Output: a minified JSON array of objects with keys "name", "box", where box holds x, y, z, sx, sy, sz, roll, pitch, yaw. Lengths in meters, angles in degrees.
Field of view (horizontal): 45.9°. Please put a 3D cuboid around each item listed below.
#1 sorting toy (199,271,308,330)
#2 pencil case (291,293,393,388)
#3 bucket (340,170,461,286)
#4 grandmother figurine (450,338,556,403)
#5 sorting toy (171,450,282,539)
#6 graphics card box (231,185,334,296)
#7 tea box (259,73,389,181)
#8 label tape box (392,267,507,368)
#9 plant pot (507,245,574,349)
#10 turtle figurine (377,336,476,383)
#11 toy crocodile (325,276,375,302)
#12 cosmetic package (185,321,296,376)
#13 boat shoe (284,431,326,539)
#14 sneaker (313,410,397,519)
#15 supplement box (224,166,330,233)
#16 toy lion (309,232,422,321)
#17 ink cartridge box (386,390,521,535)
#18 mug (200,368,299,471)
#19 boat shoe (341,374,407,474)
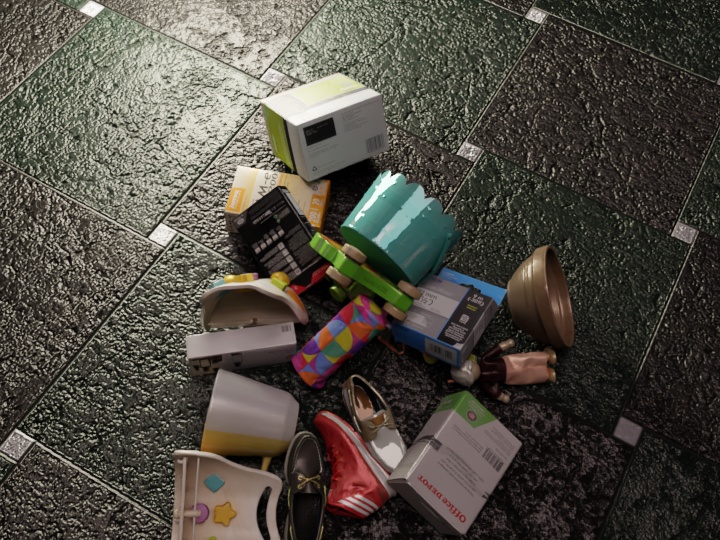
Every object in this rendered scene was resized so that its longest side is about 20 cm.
[{"name":"sorting toy","box":[-0.210,0.049,1.563,0.200,0.180,0.107,-4,83,6]},{"name":"pencil case","box":[-0.034,0.130,1.565,0.200,0.088,0.088,-41,64,14]},{"name":"bucket","box":[0.071,-0.071,1.581,0.207,0.207,0.135,38,80,18]},{"name":"grandmother figurine","box":[0.266,0.190,1.599,0.200,0.061,0.121,0,86,-13]},{"name":"sorting toy","box":[-0.220,0.403,1.403,0.180,0.107,0.200,3,76,-7]},{"name":"graphics card box","box":[-0.148,-0.052,1.669,0.125,0.051,0.200,-36,85,15]},{"name":"tea box","box":[-0.077,-0.310,1.808,0.200,0.134,0.197,-23,36,-18]},{"name":"label tape box","box":[0.170,0.068,1.598,0.143,0.066,0.200,22,58,24]},{"name":"plant pot","box":[0.343,0.058,1.643,0.093,0.201,0.201,-13,55,24]},{"name":"turtle figurine","box":[0.147,0.117,1.643,0.200,0.064,0.161,21,59,9]},{"name":"toy crocodile","box":[-0.054,0.000,1.701,0.067,0.062,0.200,-41,69,-20]},{"name":"cosmetic package","box":[-0.221,0.148,1.590,0.200,0.083,0.051,-8,62,-8]},{"name":"boat shoe","box":[-0.089,0.374,1.430,0.072,0.061,0.201,4,82,-19]},{"name":"sneaker","box":[-0.039,0.345,1.484,0.115,0.078,0.200,-36,66,-24]},{"name":"supplement box","box":[-0.171,-0.135,1.770,0.200,0.074,0.126,9,58,2]},{"name":"toy lion","box":[0.000,0.000,1.566,0.200,0.192,0.069,33,94,-16]},{"name":"ink cartridge box","box":[0.163,0.333,1.472,0.146,0.084,0.200,45,63,-7]},{"name":"mug","box":[-0.195,0.276,1.502,0.153,0.187,0.149,12,25,-7]},{"name":"boat shoe","box":[0.025,0.278,1.534,0.075,0.068,0.200,-27,64,-19]}]
